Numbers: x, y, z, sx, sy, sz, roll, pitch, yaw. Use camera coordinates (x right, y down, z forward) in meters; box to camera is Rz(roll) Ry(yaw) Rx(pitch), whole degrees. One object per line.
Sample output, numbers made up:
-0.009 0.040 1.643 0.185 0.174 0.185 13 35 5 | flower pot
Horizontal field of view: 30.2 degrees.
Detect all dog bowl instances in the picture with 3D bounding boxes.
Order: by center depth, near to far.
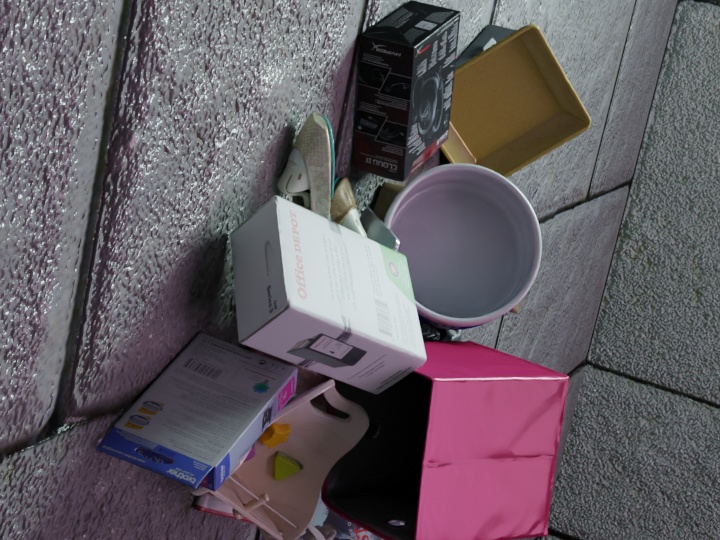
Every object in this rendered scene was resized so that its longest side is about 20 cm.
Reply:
0.121 -0.027 1.662 0.079 0.199 0.201 121 -10 -79 | dog bowl

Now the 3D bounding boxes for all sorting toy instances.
-0.082 0.190 1.451 0.180 0.107 0.200 -34 144 3 | sorting toy

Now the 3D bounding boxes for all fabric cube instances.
0.094 0.196 1.544 0.199 0.196 0.201 2 98 -35 | fabric cube

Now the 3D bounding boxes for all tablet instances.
0.000 0.000 1.621 0.200 0.014 0.131 -127 -121 -72 | tablet

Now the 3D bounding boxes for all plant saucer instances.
0.192 -0.231 1.853 0.200 0.199 0.049 51 14 -37 | plant saucer

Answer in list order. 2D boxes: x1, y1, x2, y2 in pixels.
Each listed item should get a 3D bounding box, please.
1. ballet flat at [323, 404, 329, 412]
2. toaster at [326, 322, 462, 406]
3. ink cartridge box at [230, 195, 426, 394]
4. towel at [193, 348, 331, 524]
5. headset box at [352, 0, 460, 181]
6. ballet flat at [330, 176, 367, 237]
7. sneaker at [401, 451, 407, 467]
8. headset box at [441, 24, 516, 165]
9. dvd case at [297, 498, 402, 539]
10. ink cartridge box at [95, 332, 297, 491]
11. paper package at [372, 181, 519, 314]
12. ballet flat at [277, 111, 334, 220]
-0.066 0.189 1.687 0.200 0.068 0.068 13 96 -70 | ballet flat
0.031 0.119 1.700 0.200 0.113 0.130 -12 131 -49 | toaster
-0.036 0.028 1.416 0.200 0.084 0.147 25 43 -38 | ink cartridge box
-0.110 0.200 1.576 0.144 0.023 0.201 25 82 -45 | towel
0.058 -0.218 1.679 0.149 0.077 0.201 -45 147 -51 | headset box
-0.036 -0.024 1.591 0.068 0.072 0.200 90 25 -54 | ballet flat
-0.035 0.243 1.681 0.088 0.199 0.076 -54 125 -84 | sneaker
0.196 -0.248 1.992 0.174 0.092 0.201 -52 151 -44 | headset box
0.003 0.332 1.779 0.022 0.199 0.147 -154 -129 -76 | dvd case
-0.161 0.147 1.333 0.200 0.119 0.042 -49 151 -49 | ink cartridge box
0.123 -0.031 1.823 0.104 0.199 0.191 -71 159 -9 | paper package
-0.063 -0.075 1.491 0.062 0.067 0.201 -8 106 -25 | ballet flat
